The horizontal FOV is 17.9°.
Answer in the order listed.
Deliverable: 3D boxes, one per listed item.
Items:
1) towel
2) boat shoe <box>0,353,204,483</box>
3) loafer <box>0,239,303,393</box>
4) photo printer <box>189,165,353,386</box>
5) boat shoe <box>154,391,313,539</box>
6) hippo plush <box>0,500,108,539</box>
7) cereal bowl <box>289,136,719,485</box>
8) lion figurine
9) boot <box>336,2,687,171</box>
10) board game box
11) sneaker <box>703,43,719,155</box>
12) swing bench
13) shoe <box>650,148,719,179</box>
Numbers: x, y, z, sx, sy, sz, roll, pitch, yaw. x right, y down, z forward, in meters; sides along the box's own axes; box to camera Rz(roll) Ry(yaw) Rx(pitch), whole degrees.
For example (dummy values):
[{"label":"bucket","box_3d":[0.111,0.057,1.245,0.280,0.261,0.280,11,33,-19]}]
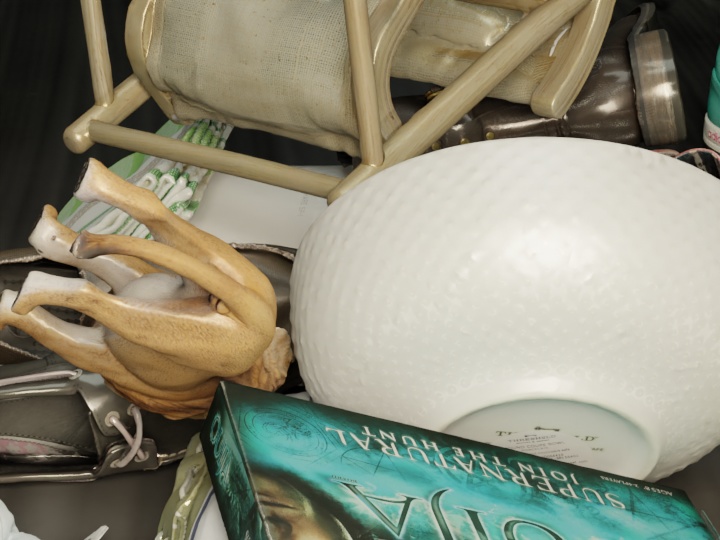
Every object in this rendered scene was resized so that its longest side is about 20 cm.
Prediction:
[{"label":"towel","box_3d":[-0.128,-0.031,1.156,0.149,0.031,0.200,-38,14,17]},{"label":"boat shoe","box_3d":[-0.140,0.069,0.981,0.198,0.067,0.057,-2,38,3]},{"label":"loafer","box_3d":[-0.104,0.023,1.015,0.198,0.074,0.071,-4,-8,12]},{"label":"photo printer","box_3d":[0.000,0.000,1.124,0.198,0.070,0.167,0,22,6]},{"label":"boat shoe","box_3d":[-0.047,0.107,0.886,0.062,0.072,0.200,-18,12,12]},{"label":"hippo plush","box_3d":[-0.159,0.072,0.831,0.158,0.162,0.200,10,25,28]},{"label":"cereal bowl","box_3d":[0.070,0.037,0.905,0.198,0.201,0.084,-1,55,2]},{"label":"lion figurine","box_3d":[-0.070,0.018,0.866,0.122,0.073,0.200,26,-5,-11]},{"label":"boot","box_3d":[0.071,-0.084,1.154,0.173,0.070,0.200,-11,7,5]},{"label":"board game box","box_3d":[0.048,0.103,0.815,0.199,0.028,0.135,14,22,-20]},{"label":"sneaker","box_3d":[0.279,-0.112,1.312,0.083,0.122,0.199,-18,27,-35]},{"label":"swing bench","box_3d":[-0.011,-0.129,1.057,0.199,0.131,0.198,-25,29,-39]},{"label":"shoe","box_3d":[0.179,-0.021,1.131,0.071,0.092,0.200,13,26,33]}]
